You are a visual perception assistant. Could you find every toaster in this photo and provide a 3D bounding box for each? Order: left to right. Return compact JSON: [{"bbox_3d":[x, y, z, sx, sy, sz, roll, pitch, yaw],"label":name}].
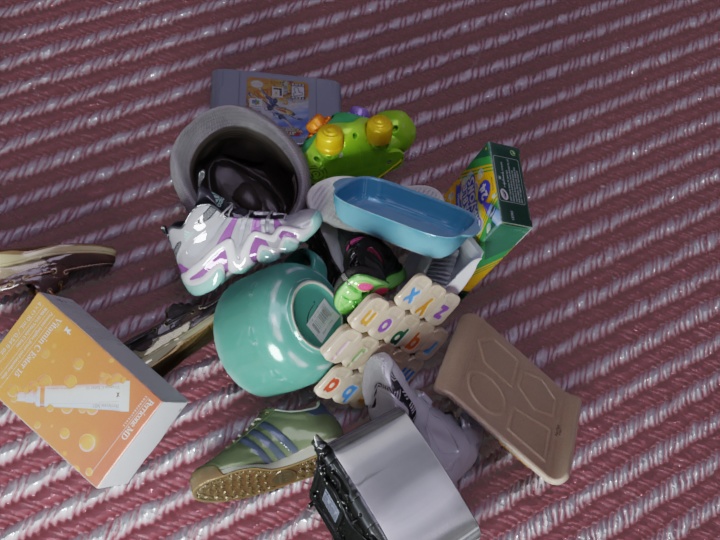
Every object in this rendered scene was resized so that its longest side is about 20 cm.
[{"bbox_3d":[0.030,0.271,1.166,0.118,0.201,0.182,-27,68,-21],"label":"toaster"}]

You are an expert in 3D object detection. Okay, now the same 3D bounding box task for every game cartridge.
[{"bbox_3d":[-0.124,-0.231,1.526,0.197,0.042,0.135,4,55,-11],"label":"game cartridge"}]

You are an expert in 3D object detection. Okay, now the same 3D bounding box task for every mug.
[{"bbox_3d":[-0.091,0.053,1.274,0.151,0.114,0.188,5,71,-45],"label":"mug"}]

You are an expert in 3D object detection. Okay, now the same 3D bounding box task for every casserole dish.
[{"bbox_3d":[0.054,-0.066,1.298,0.198,0.039,0.121,21,27,19],"label":"casserole dish"}]

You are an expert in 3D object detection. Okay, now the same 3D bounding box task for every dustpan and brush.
[{"bbox_3d":[0.073,0.028,1.352,0.057,0.202,0.140,19,19,-23],"label":"dustpan and brush"}]

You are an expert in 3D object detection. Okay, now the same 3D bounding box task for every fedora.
[{"bbox_3d":[-0.162,-0.116,1.407,0.199,0.090,0.177,40,72,3],"label":"fedora"}]

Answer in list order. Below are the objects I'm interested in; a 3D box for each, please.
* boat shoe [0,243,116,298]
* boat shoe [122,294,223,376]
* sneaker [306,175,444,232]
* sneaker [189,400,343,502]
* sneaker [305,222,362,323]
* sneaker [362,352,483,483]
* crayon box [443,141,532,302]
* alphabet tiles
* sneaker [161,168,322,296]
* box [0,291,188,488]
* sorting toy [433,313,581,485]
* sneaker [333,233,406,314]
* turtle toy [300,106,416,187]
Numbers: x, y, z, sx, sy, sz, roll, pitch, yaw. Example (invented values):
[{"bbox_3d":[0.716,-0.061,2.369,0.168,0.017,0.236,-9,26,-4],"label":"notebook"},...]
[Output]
[{"bbox_3d":[-0.408,0.007,1.312,0.197,0.072,0.073,-7,91,-28],"label":"boat shoe"},{"bbox_3d":[-0.225,0.071,1.301,0.199,0.073,0.065,-36,77,-28],"label":"boat shoe"},{"bbox_3d":[0.013,-0.080,1.406,0.197,0.082,0.075,5,77,-21],"label":"sneaker"},{"bbox_3d":[-0.116,0.213,1.252,0.197,0.068,0.091,-12,51,-16],"label":"sneaker"},{"bbox_3d":[-0.014,-0.007,1.397,0.078,0.074,0.202,-8,62,-23],"label":"sneaker"},{"bbox_3d":[0.081,0.180,1.278,0.114,0.075,0.202,-27,98,-32],"label":"sneaker"},{"bbox_3d":[0.151,-0.060,1.384,0.051,0.200,0.127,8,57,-21],"label":"crayon box"},{"bbox_3d":[0.034,0.089,1.273,0.196,0.199,0.015,-49,56,9],"label":"alphabet tiles"},{"bbox_3d":[-0.158,-0.069,1.299,0.198,0.078,0.141,-26,101,2],"label":"sneaker"},{"bbox_3d":[-0.322,0.138,1.199,0.199,0.097,0.125,38,89,11],"label":"box"},{"bbox_3d":[0.188,0.162,1.313,0.199,0.037,0.186,37,33,-4],"label":"sorting toy"},{"bbox_3d":[0.000,0.000,1.280,0.076,0.200,0.085,-29,90,13],"label":"sneaker"},{"bbox_3d":[-0.006,-0.173,1.463,0.197,0.147,0.102,-14,49,-22],"label":"turtle toy"}]
